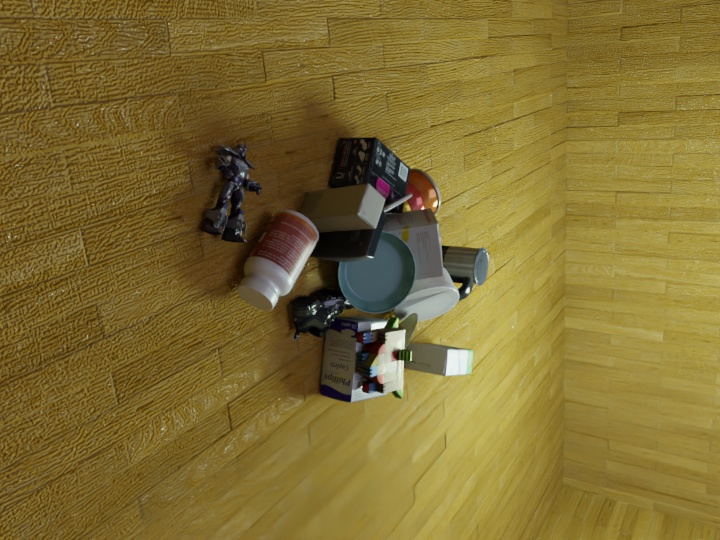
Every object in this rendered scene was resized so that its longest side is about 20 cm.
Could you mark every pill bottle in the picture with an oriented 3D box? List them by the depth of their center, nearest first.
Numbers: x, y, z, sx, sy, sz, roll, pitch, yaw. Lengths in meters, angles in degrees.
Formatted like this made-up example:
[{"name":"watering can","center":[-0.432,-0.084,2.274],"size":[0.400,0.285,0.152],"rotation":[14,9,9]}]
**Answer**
[{"name":"pill bottle","center":[-0.176,-0.021,1.387],"size":[0.201,0.111,0.113],"rotation":[-63,142,-29]}]

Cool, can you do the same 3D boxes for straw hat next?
[{"name":"straw hat","center":[0.072,0.181,1.832],"size":[0.085,0.201,0.202],"rotation":[31,61,-9]}]

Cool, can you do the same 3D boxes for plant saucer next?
[{"name":"plant saucer","center":[0.037,0.002,1.605],"size":[0.197,0.036,0.203],"rotation":[-3,100,-16]}]

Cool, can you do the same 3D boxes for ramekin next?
[{"name":"ramekin","center":[0.179,0.060,1.896],"size":[0.202,0.201,0.095],"rotation":[36,34,-54]}]

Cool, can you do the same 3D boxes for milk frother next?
[{"name":"milk frother","center":[0.310,0.017,2.092],"size":[0.199,0.186,0.183],"rotation":[20,79,-57]}]

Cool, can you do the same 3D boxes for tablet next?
[{"name":"tablet","center":[0.023,-0.135,1.609],"size":[0.130,0.199,0.014],"rotation":[-34,101,-53]}]

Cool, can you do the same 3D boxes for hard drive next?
[{"name":"hard drive","center":[-0.030,-0.082,1.521],"size":[0.042,0.198,0.136],"rotation":[33,68,-41]}]

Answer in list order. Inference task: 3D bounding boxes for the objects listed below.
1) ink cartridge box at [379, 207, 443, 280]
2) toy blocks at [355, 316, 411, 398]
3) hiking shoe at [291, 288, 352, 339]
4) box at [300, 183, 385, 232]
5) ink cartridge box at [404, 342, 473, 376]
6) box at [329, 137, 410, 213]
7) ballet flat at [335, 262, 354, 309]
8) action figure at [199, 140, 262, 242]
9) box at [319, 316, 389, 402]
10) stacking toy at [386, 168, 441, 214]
[{"name":"ink cartridge box","center":[0.105,-0.061,1.702],"size":[0.148,0.197,0.146],"rotation":[-92,173,-69]},{"name":"toy blocks","center":[0.045,0.224,1.619],"size":[0.136,0.099,0.203],"rotation":[-5,98,-46]},{"name":"hiking shoe","center":[-0.094,0.106,1.589],"size":[0.199,0.075,0.102],"rotation":[-10,113,-48]},{"name":"box","center":[-0.045,-0.138,1.485],"size":[0.068,0.198,0.083],"rotation":[36,66,-40]},{"name":"ink cartridge box","center":[0.250,0.280,2.081],"size":[0.199,0.143,0.085],"rotation":[12,85,-57]},{"name":"box","center":[0.027,-0.239,1.670],"size":[0.199,0.113,0.134],"rotation":[27,71,-57]},{"name":"ballet flat","center":[-0.025,0.003,1.666],"size":[0.067,0.072,0.203],"rotation":[-14,107,-51]},{"name":"action figure","center":[-0.247,-0.160,1.293],"size":[0.130,0.069,0.203],"rotation":[24,72,-51]},{"name":"box","center":[-0.008,0.224,1.701],"size":[0.183,0.104,0.203],"rotation":[6,90,-57]},{"name":"stacking toy","center":[0.114,-0.182,1.841],"size":[0.199,0.145,0.148],"rotation":[-33,125,-28]}]
